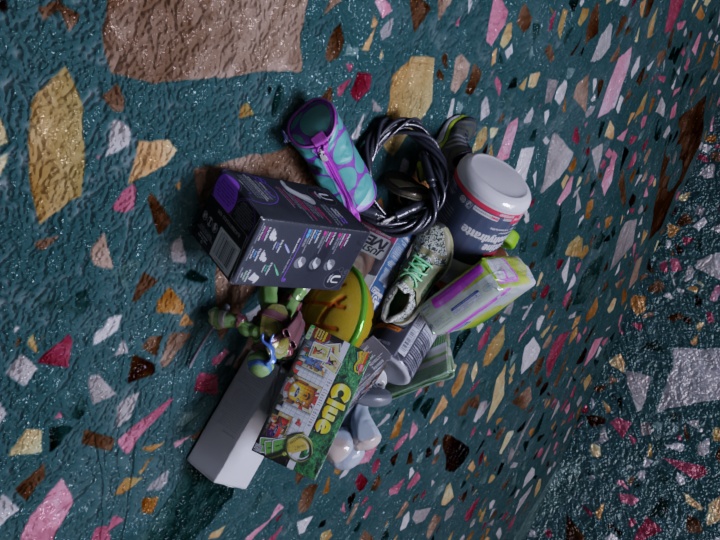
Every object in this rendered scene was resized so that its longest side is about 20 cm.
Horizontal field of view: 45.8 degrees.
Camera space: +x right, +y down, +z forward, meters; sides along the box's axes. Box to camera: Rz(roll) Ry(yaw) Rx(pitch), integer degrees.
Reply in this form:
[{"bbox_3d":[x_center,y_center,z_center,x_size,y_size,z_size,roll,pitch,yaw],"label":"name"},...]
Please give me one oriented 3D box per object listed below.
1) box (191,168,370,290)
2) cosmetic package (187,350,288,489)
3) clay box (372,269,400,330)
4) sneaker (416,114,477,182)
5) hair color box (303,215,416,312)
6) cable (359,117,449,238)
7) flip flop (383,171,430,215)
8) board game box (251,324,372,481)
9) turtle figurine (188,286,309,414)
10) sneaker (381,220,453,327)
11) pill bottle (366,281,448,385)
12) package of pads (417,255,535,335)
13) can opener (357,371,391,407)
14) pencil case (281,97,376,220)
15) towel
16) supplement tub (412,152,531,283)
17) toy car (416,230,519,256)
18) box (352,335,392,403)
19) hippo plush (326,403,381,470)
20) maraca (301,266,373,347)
[{"bbox_3d":[-0.107,-0.052,1.167,0.199,0.122,0.107,5,123,-45],"label":"box"},{"bbox_3d":[-0.181,0.240,1.365,0.201,0.074,0.102,-58,150,-6],"label":"cosmetic package"},{"bbox_3d":[0.029,0.040,1.564,0.116,0.047,0.200,-61,150,-7],"label":"clay box"},{"bbox_3d":[0.176,-0.216,1.560,0.200,0.080,0.074,-53,150,-39],"label":"sneaker"},{"bbox_3d":[0.000,0.000,1.439,0.201,0.099,0.060,-62,151,-5],"label":"hair color box"},{"bbox_3d":[0.070,-0.158,1.392,0.201,0.162,0.051,-65,-176,-15],"label":"cable"},{"bbox_3d":[0.099,-0.128,1.537,0.058,0.081,0.200,-54,157,12],"label":"flip flop"},{"bbox_3d":[-0.069,0.191,1.243,0.202,0.104,0.023,-65,-175,-11],"label":"board game box"},{"bbox_3d":[-0.153,0.076,1.261,0.200,0.143,0.195,120,-10,-58],"label":"turtle figurine"},{"bbox_3d":[0.092,0.013,1.419,0.201,0.076,0.089,-65,167,17],"label":"sneaker"},{"bbox_3d":[0.090,0.098,1.541,0.201,0.105,0.107,-56,149,-28],"label":"pill bottle"},{"bbox_3d":[0.206,0.039,1.470,0.154,0.069,0.199,-39,165,24],"label":"package of pads"},{"bbox_3d":[-0.043,0.203,1.471,0.198,0.067,0.053,-1,116,-13],"label":"can opener"},{"bbox_3d":[-0.041,-0.161,1.267,0.200,0.084,0.093,56,20,-55],"label":"pencil case"},{"bbox_3d":[0.103,0.146,1.589,0.023,0.151,0.201,53,24,-33],"label":"towel"},{"bbox_3d":[0.189,-0.088,1.471,0.140,0.140,0.201,-22,151,-48],"label":"supplement tub"},{"bbox_3d":[0.190,-0.050,1.706,0.199,0.157,0.165,35,77,-30],"label":"toy car"},{"bbox_3d":[-0.046,0.208,1.357,0.200,0.050,0.158,-41,168,-25],"label":"box"},{"bbox_3d":[-0.051,0.279,1.565,0.161,0.157,0.202,102,-14,-55],"label":"hippo plush"},{"bbox_3d":[-0.038,0.047,1.345,0.106,0.202,0.137,26,132,-37],"label":"maraca"}]
